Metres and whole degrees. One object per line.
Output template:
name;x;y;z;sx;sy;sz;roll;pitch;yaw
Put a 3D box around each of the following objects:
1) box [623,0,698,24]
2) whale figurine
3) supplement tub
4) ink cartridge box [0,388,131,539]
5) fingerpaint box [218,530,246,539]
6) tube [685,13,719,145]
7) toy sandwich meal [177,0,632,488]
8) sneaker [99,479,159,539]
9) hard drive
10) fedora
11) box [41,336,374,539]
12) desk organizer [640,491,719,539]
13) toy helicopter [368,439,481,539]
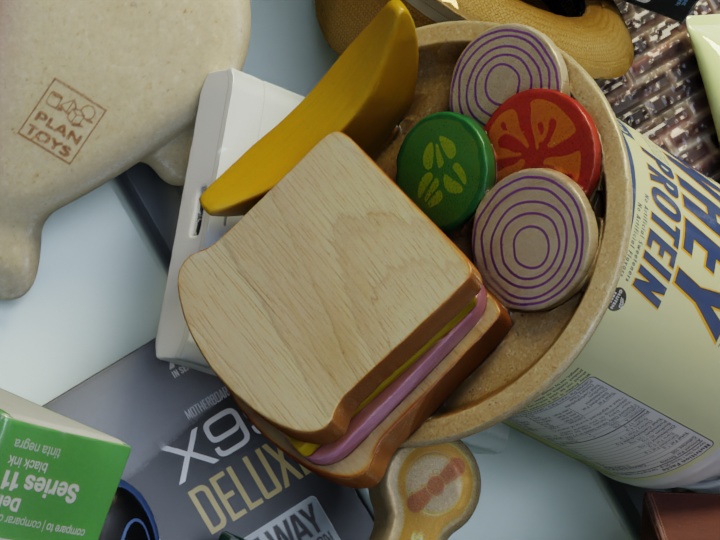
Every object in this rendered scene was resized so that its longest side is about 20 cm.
box;0.073;-0.195;1.086;0.199;0.117;0.060;15;119;-35
whale figurine;-0.139;-0.089;1.065;0.159;0.104;0.200;30;98;-23
supplement tub;0.115;0.015;1.058;0.200;0.145;0.146;27;73;-37
ink cartridge box;-0.199;0.137;0.932;0.083;0.146;0.201;21;88;-56
fingerpaint box;-0.002;0.232;1.020;0.199;0.073;0.167;25;86;-23
tube;0.218;-0.038;1.175;0.058;0.052;0.201;9;69;-56
toy sandwich meal;0.014;-0.018;0.948;0.070;0.204;0.206;29;68;-55
sneaker;-0.121;0.183;0.971;0.070;0.078;0.201;13;79;-13
hard drive;0.000;0.000;1.071;0.199;0.026;0.133;19;75;-39
fedora;0.034;-0.132;1.099;0.200;0.201;0.082;29;114;-10
box;-0.102;0.127;1.052;0.200;0.050;0.158;-30;91;-18
desk organizer;0.161;0.208;1.068;0.071;0.077;0.201;2;108;-2
toy helicopter;-0.005;0.157;0.943;0.132;0.079;0.201;21;76;-15
